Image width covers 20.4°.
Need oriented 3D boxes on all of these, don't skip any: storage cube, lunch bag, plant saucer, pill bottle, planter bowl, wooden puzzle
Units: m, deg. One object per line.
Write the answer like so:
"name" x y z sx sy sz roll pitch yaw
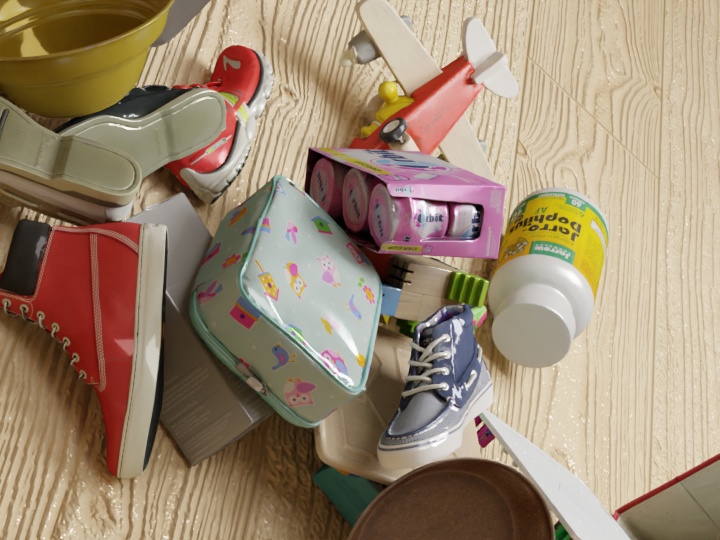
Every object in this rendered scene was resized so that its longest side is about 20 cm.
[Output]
"storage cube" 0.356 0.316 1.981 0.180 0.171 0.200 48 33 -12
"lunch bag" -0.056 0.030 1.642 0.160 0.077 0.200 46 29 -20
"plant saucer" 0.068 0.242 1.692 0.200 0.201 0.037 34 5 -29
"pill bottle" 0.195 0.010 2.098 0.113 0.113 0.200 44 35 -16
"planter bowl" -0.246 -0.184 1.689 0.201 0.199 0.084 -60 147 -54
"wooden puzzle" 0.023 0.127 1.752 0.199 0.046 0.186 26 36 -30

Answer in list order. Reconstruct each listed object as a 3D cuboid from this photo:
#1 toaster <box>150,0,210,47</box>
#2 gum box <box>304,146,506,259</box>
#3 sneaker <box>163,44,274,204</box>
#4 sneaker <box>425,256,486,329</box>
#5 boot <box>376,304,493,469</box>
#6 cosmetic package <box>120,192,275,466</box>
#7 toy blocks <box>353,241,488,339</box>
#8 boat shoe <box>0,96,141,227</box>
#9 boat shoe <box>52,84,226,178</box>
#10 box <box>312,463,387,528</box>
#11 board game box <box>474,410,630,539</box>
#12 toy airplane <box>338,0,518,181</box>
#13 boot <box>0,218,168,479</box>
"toaster" -0.178 -0.330 1.827 0.118 0.200 0.181 34 27 -29
"gum box" 0.037 -0.060 1.766 0.113 0.200 0.067 1 102 -23
"sneaker" -0.138 -0.153 1.852 0.085 0.077 0.201 34 38 -21
"sneaker" 0.068 0.035 1.927 0.083 0.077 0.200 30 9 -11
"boot" 0.056 0.096 1.685 0.200 0.072 0.091 -40 119 -67
"cosmetic package" -0.144 0.047 1.658 0.201 0.090 0.107 55 32 4
"toy blocks" 0.000 0.000 1.817 0.136 0.101 0.200 11 8 -37
"boat shoe" -0.278 -0.084 1.606 0.199 0.069 0.075 24 46 -4
"boat shoe" -0.212 -0.118 1.727 0.199 0.066 0.075 -29 127 -33
"box" 0.035 0.163 1.816 0.082 0.049 0.200 52 33 -5
"board game box" 0.196 0.228 1.850 0.200 0.026 0.200 37 11 -42
"toy airplane" 0.063 -0.173 2.066 0.198 0.141 0.202 2 92 -37
"boot" -0.225 0.062 1.565 0.072 0.143 0.202 144 -53 -87
